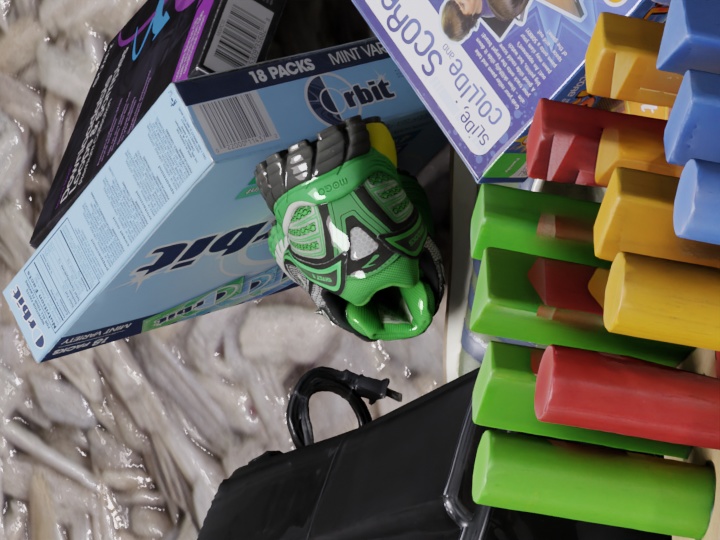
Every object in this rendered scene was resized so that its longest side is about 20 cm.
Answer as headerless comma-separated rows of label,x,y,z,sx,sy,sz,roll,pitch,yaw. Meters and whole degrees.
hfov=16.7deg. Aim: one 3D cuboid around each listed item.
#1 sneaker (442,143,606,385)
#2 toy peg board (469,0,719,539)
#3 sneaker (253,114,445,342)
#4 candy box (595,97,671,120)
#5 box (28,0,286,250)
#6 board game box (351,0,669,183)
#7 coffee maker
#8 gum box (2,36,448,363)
sneaker,0.087,0.021,1.077,0.090,0.067,0.201,12,109,55
toy peg board,0.101,-0.015,0.835,0.200,0.098,0.199,-88,10,-49
sneaker,0.000,0.000,1.105,0.200,0.078,0.085,51,-163,-76
candy box,0.144,-0.091,0.975,0.115,0.055,0.200,-14,90,51
box,-0.093,-0.100,1.216,0.200,0.036,0.143,-41,26,51
board game box,0.044,-0.153,0.979,0.135,0.034,0.200,-47,64,31
coffee maker,0.026,0.105,0.999,0.200,0.135,0.192,-26,62,48
gum box,-0.054,-0.036,1.151,0.200,0.170,0.045,-43,70,49
